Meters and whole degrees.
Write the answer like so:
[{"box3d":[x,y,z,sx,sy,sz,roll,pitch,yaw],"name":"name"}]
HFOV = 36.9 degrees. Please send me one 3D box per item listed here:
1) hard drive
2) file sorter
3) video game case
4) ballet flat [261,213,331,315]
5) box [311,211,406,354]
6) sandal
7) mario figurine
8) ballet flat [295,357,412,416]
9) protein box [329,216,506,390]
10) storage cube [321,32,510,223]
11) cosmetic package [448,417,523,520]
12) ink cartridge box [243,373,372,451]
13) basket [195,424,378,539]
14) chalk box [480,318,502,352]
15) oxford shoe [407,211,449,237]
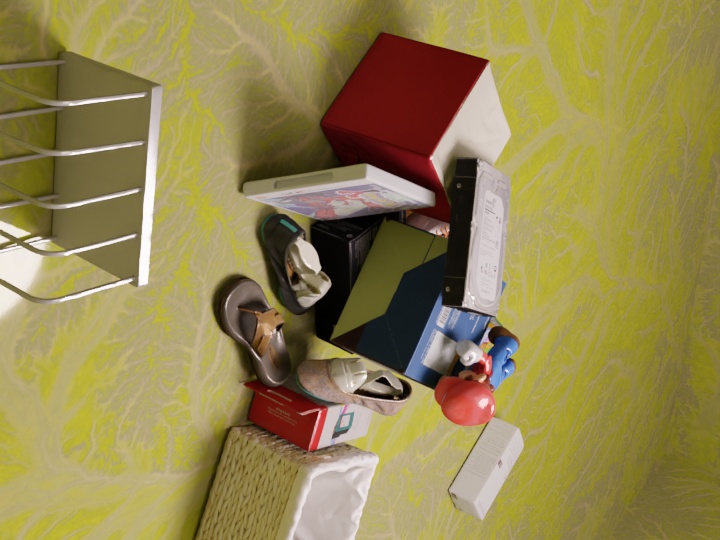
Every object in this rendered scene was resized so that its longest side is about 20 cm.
[{"box3d":[0.162,-0.042,1.476,0.140,0.038,0.202,19,76,-62],"name":"hard drive"},{"box3d":[-0.284,-0.089,1.017,0.124,0.138,0.201,-18,124,-50],"name":"file sorter"},{"box3d":[-0.024,-0.098,1.408,0.200,0.181,0.023,12,74,-61],"name":"video game case"},{"box3d":[-0.083,0.005,1.482,0.068,0.068,0.201,-54,148,-25],"name":"ballet flat"},{"box3d":[0.000,0.000,1.609,0.141,0.079,0.201,-34,136,-40],"name":"box"},{"box3d":[-0.131,0.087,1.458,0.082,0.054,0.201,-52,137,-34],"name":"sandal"},{"box3d":[0.159,0.151,1.571,0.200,0.106,0.124,-38,104,-55],"name":"mario figurine"},{"box3d":[-0.002,0.156,1.540,0.199,0.068,0.067,19,136,-41],"name":"ballet flat"},{"box3d":[0.090,0.059,1.583,0.200,0.134,0.200,33,81,-60],"name":"protein box"},{"box3d":[0.082,-0.197,1.516,0.201,0.179,0.171,-58,149,-19],"name":"storage cube"},{"box3d":[0.278,0.434,2.365,0.201,0.074,0.102,-57,148,-22],"name":"cosmetic package"},{"box3d":[-0.079,0.203,1.570,0.200,0.116,0.068,-1,109,-58],"name":"ink cartridge box"},{"box3d":[-0.106,0.338,1.568,0.198,0.160,0.201,5,104,-60],"name":"basket"},{"box3d":[0.158,0.099,1.856,0.124,0.125,0.200,-47,155,16],"name":"chalk box"},{"box3d":[0.110,-0.068,1.753,0.200,0.072,0.071,-54,148,-24],"name":"oxford shoe"}]
